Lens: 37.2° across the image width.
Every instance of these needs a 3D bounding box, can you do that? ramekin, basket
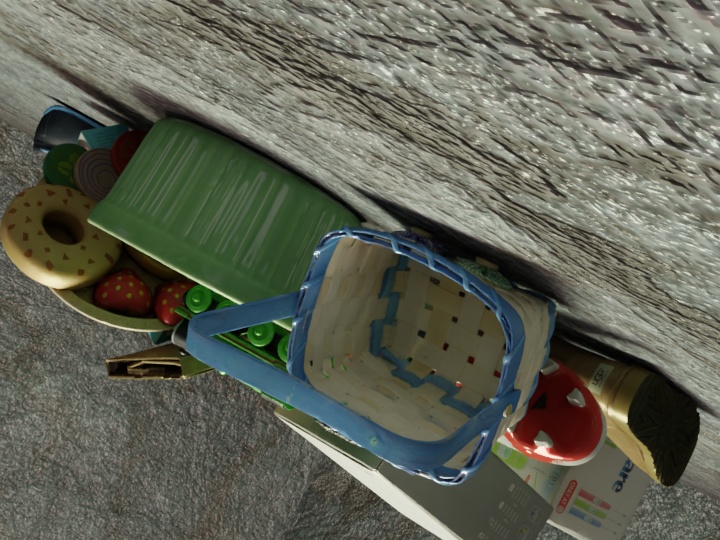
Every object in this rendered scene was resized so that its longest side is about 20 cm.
[{"bbox_3d":[-0.095,-0.033,0.812,0.200,0.098,0.200,28,176,2],"label":"ramekin"},{"bbox_3d":[0.016,0.050,0.658,0.176,0.139,0.200,25,-153,28],"label":"basket"}]

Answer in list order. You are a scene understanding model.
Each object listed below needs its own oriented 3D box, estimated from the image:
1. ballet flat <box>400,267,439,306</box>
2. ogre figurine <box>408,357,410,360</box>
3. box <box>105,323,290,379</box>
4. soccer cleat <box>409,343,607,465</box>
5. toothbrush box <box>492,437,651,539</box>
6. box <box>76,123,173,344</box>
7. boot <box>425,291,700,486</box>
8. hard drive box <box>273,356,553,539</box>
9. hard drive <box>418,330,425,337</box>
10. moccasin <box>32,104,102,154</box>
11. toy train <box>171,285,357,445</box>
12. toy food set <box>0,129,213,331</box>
[{"bbox_3d":[-0.023,0.006,0.897,0.200,0.065,0.070,-8,-171,37],"label":"ballet flat"},{"bbox_3d":[0.099,0.101,1.012,0.120,0.098,0.200,3,158,-13],"label":"ogre figurine"},{"bbox_3d":[-0.109,0.064,0.969,0.200,0.021,0.163,-15,-176,-35],"label":"box"},{"bbox_3d":[0.115,0.098,0.787,0.085,0.069,0.200,45,167,-33],"label":"soccer cleat"},{"bbox_3d":[0.199,0.167,1.041,0.086,0.146,0.200,30,177,-16],"label":"toothbrush box"},{"bbox_3d":[-0.210,-0.036,1.015,0.049,0.082,0.200,-18,-114,-38],"label":"box"},{"bbox_3d":[0.166,0.087,0.877,0.200,0.066,0.175,24,162,41],"label":"boot"},{"bbox_3d":[0.046,0.165,0.923,0.200,0.077,0.156,44,165,-35],"label":"hard drive box"},{"bbox_3d":[0.062,0.133,1.268,0.042,0.200,0.135,50,-172,28],"label":"hard drive"},{"bbox_3d":[-0.279,-0.116,1.230,0.200,0.068,0.080,28,176,-8],"label":"moccasin"},{"bbox_3d":[-0.064,0.073,0.822,0.200,0.056,0.042,26,176,21],"label":"toy train"},{"bbox_3d":[-0.197,-0.037,0.936,0.200,0.198,0.049,29,138,-5],"label":"toy food set"}]
